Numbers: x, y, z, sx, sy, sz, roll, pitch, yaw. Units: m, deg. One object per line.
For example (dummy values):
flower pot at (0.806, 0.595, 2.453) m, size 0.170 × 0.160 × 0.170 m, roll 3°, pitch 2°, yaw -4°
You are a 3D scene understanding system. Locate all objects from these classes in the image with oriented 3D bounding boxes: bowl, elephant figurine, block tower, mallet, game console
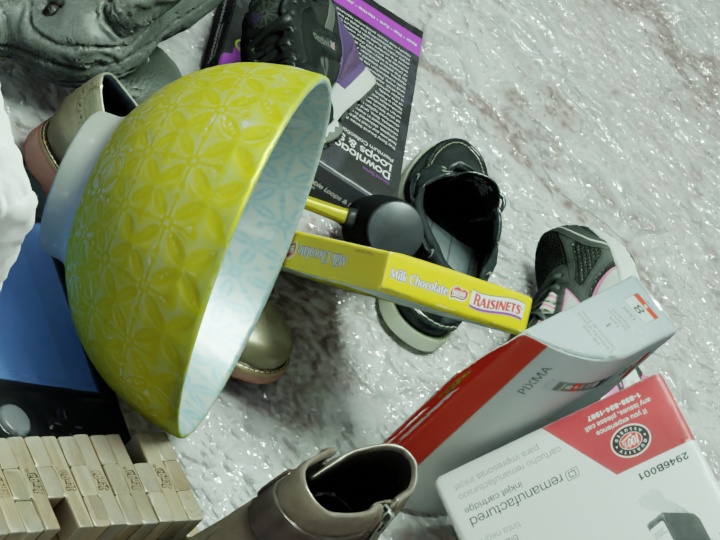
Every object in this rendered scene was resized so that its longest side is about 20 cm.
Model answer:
bowl at (-0.101, -0.025, 1.220) m, size 0.107 × 0.201 × 0.200 m, roll 22°, pitch 35°, yaw 6°
elephant figurine at (-0.148, -0.154, 1.389) m, size 0.142 × 0.154 × 0.201 m, roll 54°, pitch 32°, yaw -38°
block tower at (-0.166, 0.116, 1.142) m, size 0.199 × 0.054 × 0.058 m, roll 0°, pitch 53°, yaw -46°
mallet at (-0.053, -0.049, 1.416) m, size 0.199 × 0.041 × 0.066 m, roll 19°, pitch -1°, yaw -24°
game console at (-0.178, -0.014, 1.195) m, size 0.170 × 0.118 × 0.201 m, roll 12°, pitch 47°, yaw -46°

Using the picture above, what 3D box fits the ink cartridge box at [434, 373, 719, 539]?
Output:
ink cartridge box at (0.147, 0.182, 1.301) m, size 0.084 × 0.144 × 0.201 m, roll 62°, pitch 3°, yaw -63°

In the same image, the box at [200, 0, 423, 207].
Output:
box at (-0.033, -0.127, 1.544) m, size 0.142 × 0.036 × 0.201 m, roll 32°, pitch 36°, yaw -17°

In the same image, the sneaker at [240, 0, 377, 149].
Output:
sneaker at (-0.052, -0.116, 1.387) m, size 0.200 × 0.075 × 0.088 m, roll -62°, pitch 132°, yaw -69°

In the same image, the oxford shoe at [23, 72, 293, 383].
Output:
oxford shoe at (-0.103, -0.022, 1.329) m, size 0.200 × 0.074 × 0.071 m, roll 46°, pitch 32°, yaw 0°

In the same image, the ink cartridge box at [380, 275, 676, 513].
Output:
ink cartridge box at (0.072, 0.087, 1.318) m, size 0.050 × 0.162 × 0.200 m, roll 51°, pitch 36°, yaw 9°

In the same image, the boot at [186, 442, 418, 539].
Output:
boot at (-0.062, 0.144, 1.137) m, size 0.070 × 0.146 × 0.200 m, roll 52°, pitch 36°, yaw 8°

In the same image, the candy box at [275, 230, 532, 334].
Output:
candy box at (0.000, 0.000, 1.341) m, size 0.102 × 0.027 × 0.200 m, roll 15°, pitch -1°, yaw -33°

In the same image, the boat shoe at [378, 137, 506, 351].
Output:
boat shoe at (0.062, -0.033, 1.514) m, size 0.074 × 0.066 × 0.200 m, roll 37°, pitch 35°, yaw -9°

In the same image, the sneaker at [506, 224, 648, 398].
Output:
sneaker at (0.130, 0.043, 1.502) m, size 0.086 × 0.081 × 0.201 m, roll 14°, pitch 38°, yaw -21°

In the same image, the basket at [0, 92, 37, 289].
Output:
basket at (-0.267, -0.045, 1.065) m, size 0.160 × 0.199 × 0.201 m, roll -1°, pitch 54°, yaw -32°
